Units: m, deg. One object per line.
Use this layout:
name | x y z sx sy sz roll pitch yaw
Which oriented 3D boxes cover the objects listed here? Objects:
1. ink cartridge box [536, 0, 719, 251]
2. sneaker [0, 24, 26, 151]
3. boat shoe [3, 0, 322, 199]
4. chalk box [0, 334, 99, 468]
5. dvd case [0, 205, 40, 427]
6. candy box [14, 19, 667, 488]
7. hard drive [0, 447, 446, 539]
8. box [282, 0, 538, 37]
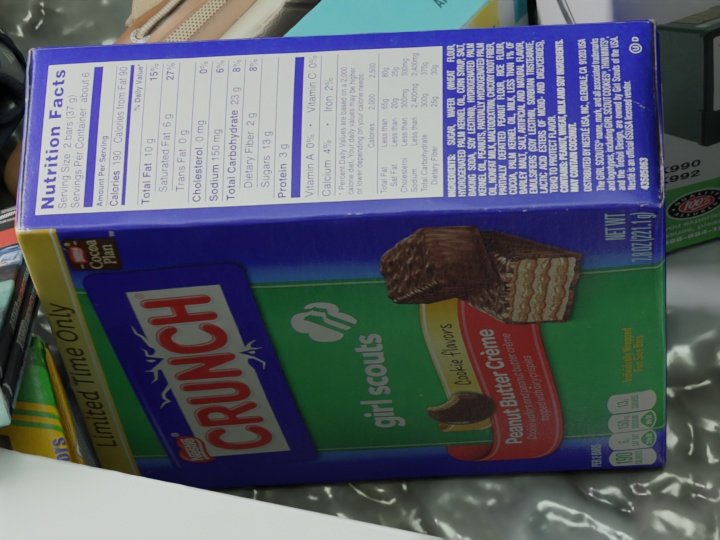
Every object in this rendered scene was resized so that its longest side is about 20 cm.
ink cartridge box | 0.137 -0.101 0.850 0.146 0.200 0.084 -16 60 -3
sneaker | -0.156 -0.089 0.924 0.081 0.074 0.201 3 84 26
boat shoe | -0.056 -0.086 0.940 0.072 0.076 0.200 32 67 25
chalk box | -0.171 0.127 0.798 0.199 0.125 0.124 -16 59 -4
dvd case | -0.173 0.028 0.787 0.146 0.022 0.200 -16 14 0
candy box | 0.000 0.000 0.826 0.199 0.169 0.077 -2 57 6
hard drive | -0.059 0.161 0.700 0.132 0.026 0.201 11 82 5
box | 0.033 -0.089 0.925 0.049 0.082 0.200 38 71 23
